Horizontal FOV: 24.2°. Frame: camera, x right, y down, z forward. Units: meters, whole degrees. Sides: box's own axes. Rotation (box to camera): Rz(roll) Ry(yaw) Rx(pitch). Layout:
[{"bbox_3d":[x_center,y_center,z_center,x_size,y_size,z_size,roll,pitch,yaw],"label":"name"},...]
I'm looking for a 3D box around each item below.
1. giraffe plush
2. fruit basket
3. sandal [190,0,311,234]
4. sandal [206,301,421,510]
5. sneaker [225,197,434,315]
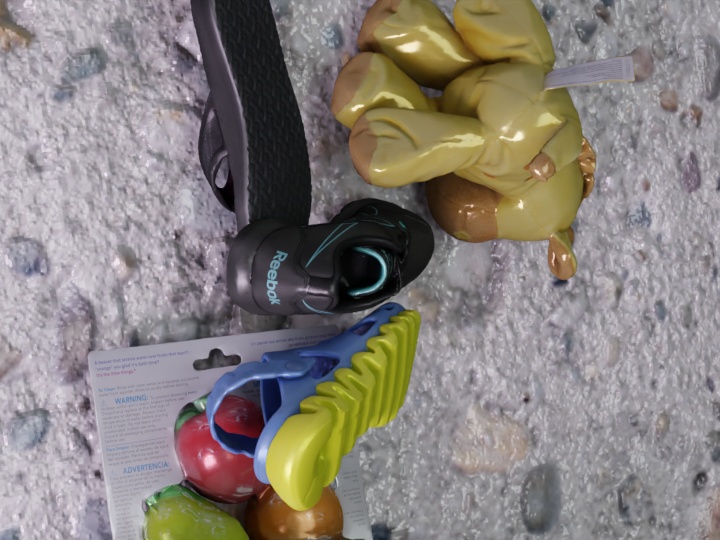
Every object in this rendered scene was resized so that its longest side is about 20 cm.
[{"bbox_3d":[0.092,-0.083,1.122,0.163,0.198,0.174,68,37,-54],"label":"giraffe plush"},{"bbox_3d":[-0.078,0.142,1.053,0.184,0.094,0.202,-6,79,-34],"label":"fruit basket"},{"bbox_3d":[-0.074,-0.094,1.054,0.075,0.048,0.203,-28,114,-51],"label":"sandal"},{"bbox_3d":[-0.026,0.067,1.027,0.200,0.086,0.080,-35,139,-58],"label":"sandal"},{"bbox_3d":[0.000,0.000,1.065,0.199,0.079,0.076,-15,110,-55],"label":"sneaker"}]
